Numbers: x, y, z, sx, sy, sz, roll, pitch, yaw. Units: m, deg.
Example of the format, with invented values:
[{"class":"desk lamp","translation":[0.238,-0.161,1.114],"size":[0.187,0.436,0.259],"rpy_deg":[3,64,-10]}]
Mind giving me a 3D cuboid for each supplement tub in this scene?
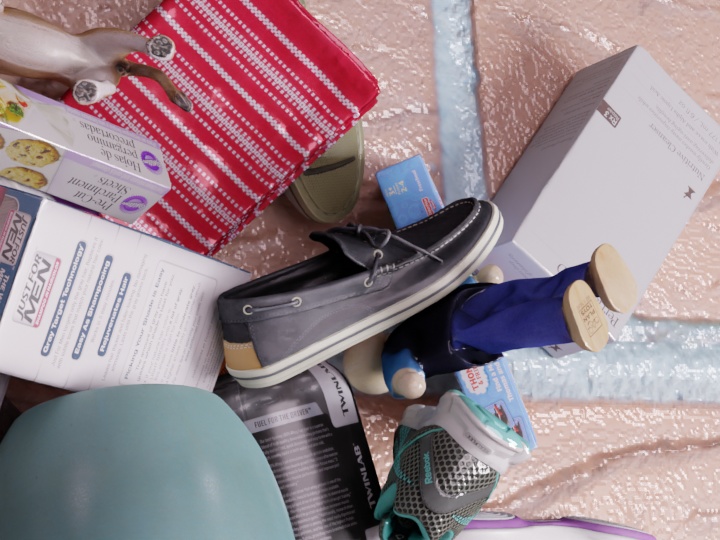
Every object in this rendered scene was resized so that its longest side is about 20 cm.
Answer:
[{"class":"supplement tub","translation":[-0.048,0.141,1.414],"size":[0.122,0.123,0.200],"rpy_deg":[-13,85,-32]}]

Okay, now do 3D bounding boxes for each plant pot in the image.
[{"class":"plant pot","translation":[-0.129,0.158,1.287],"size":[0.200,0.201,0.161],"rpy_deg":[3,68,-29]}]

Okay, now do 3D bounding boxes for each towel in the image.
[{"class":"towel","translation":[-0.102,-0.098,1.450],"size":[0.200,0.022,0.145],"rpy_deg":[-43,101,0]}]

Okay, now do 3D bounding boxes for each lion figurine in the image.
[{"class":"lion figurine","translation":[-0.203,-0.140,1.391],"size":[0.200,0.122,0.073],"rpy_deg":[26,87,-15]}]

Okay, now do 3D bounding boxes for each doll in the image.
[{"class":"doll","translation":[0.063,0.038,1.354],"size":[0.048,0.200,0.136],"rpy_deg":[58,44,-17]}]

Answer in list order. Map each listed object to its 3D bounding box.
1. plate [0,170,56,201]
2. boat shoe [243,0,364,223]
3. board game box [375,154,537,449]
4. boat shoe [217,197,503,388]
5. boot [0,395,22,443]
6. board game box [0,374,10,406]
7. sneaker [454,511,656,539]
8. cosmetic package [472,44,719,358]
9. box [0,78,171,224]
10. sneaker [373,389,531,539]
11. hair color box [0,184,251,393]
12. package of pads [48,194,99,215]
[{"class":"plate","translation":[-0.266,-0.022,1.288],"size":[0.200,0.032,0.200],"rpy_deg":[49,56,-7]},{"class":"boat shoe","translation":[-0.059,-0.126,1.509],"size":[0.075,0.068,0.200],"rpy_deg":[-27,102,-37]},{"class":"board game box","translation":[0.064,0.025,1.497],"size":[0.037,0.151,0.200],"rpy_deg":[-23,88,2]},{"class":"boat shoe","translation":[0.000,0.000,1.364],"size":[0.200,0.075,0.062],"rpy_deg":[-28,108,-19]},{"class":"boot","translation":[-0.251,0.142,1.325],"size":[0.200,0.072,0.166],"rpy_deg":[46,63,-7]},{"class":"board game box","translation":[-0.278,0.101,1.276],"size":[0.126,0.035,0.200],"rpy_deg":[24,60,-17]},{"class":"sneaker","translation":[0.131,0.216,1.538],"size":[0.200,0.075,0.100],"rpy_deg":[6,88,-24]},{"class":"cosmetic package","translation":[0.168,-0.049,1.610],"size":[0.113,0.081,0.200],"rpy_deg":[41,60,-17]},{"class":"box","translation":[-0.197,-0.078,1.310],"size":[0.200,0.041,0.039],"rpy_deg":[22,40,-45]},{"class":"sneaker","translation":[0.039,0.132,1.378],"size":[0.078,0.200,0.091],"rpy_deg":[37,77,5]},{"class":"hair color box","translation":[-0.155,0.020,1.302],"size":[0.200,0.060,0.100],"rpy_deg":[22,86,-56]},{"class":"package of pads","translation":[-0.265,-0.054,1.367],"size":[0.200,0.076,0.121],"rpy_deg":[38,67,-16]}]
